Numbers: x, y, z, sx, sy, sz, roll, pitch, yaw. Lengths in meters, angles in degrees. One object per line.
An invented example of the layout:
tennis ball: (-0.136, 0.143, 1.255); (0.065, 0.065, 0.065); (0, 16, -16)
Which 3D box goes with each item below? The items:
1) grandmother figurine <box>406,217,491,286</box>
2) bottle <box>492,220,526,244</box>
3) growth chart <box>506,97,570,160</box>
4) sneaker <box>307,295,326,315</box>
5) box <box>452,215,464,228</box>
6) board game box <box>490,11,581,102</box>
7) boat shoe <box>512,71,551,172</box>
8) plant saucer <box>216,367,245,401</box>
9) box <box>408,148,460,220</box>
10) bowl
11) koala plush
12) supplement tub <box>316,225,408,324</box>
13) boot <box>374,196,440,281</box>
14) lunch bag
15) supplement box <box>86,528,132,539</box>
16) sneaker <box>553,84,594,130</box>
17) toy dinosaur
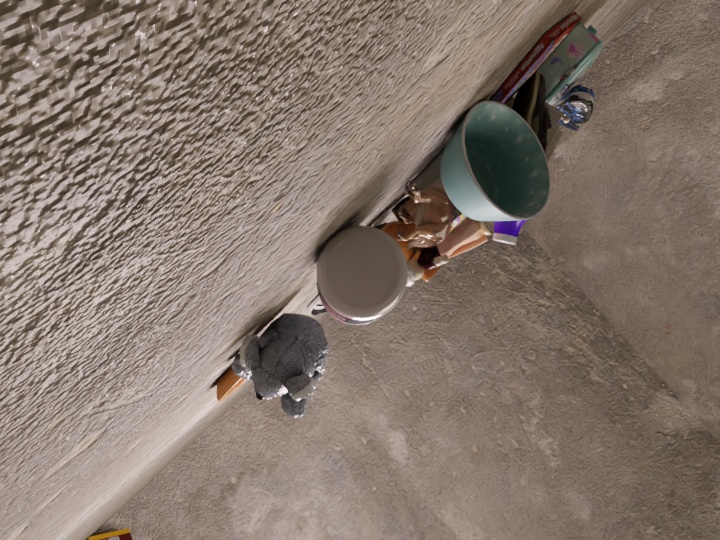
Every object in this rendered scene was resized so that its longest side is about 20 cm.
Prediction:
grandmother figurine: (0.153, -0.035, 1.139); (0.199, 0.061, 0.121); (-34, -173, 18)
bottle: (0.301, -0.155, 1.169); (0.065, 0.082, 0.204); (2, 101, -75)
growth chart: (0.304, -0.244, 1.124); (0.202, 0.143, 0.018); (-63, 175, -12)
sneaker: (-0.063, 0.096, 1.552); (0.073, 0.112, 0.200); (-39, 175, -39)
box: (0.293, -0.220, 1.817); (0.200, 0.122, 0.193); (-41, 176, -30)
board game box: (0.283, -0.341, 1.019); (0.103, 0.019, 0.200); (-43, 177, -32)
boat shoe: (0.312, -0.260, 1.088); (0.073, 0.064, 0.204); (161, -58, -74)
plant saucer: (-0.256, 0.216, 1.367); (0.200, 0.037, 0.200); (-45, 177, -3)
box: (0.190, -0.176, 1.200); (0.128, 0.109, 0.200); (-45, 177, 22)
bowl: (0.208, -0.163, 0.990); (0.200, 0.202, 0.105); (-40, -171, -38)
koala plush: (-0.147, 0.171, 1.106); (0.185, 0.176, 0.200); (-54, 176, 3)
supplement tub: (-0.002, 0.014, 0.973); (0.140, 0.141, 0.200); (-42, 176, -8)
boot: (0.087, -0.037, 1.208); (0.200, 0.156, 0.073); (-42, -166, -21)
lunch bag: (0.409, -0.408, 1.198); (0.160, 0.077, 0.200); (-44, 178, 24)
supplement box: (-1.012, 1.179, 2.402); (0.133, 0.201, 0.196); (-43, 152, 16)
sneaker: (0.436, -0.343, 1.219); (0.200, 0.075, 0.078); (-32, 146, -79)
toy dinosaur: (0.141, -0.102, 1.083); (0.086, 0.133, 0.203); (-87, -170, -59)
